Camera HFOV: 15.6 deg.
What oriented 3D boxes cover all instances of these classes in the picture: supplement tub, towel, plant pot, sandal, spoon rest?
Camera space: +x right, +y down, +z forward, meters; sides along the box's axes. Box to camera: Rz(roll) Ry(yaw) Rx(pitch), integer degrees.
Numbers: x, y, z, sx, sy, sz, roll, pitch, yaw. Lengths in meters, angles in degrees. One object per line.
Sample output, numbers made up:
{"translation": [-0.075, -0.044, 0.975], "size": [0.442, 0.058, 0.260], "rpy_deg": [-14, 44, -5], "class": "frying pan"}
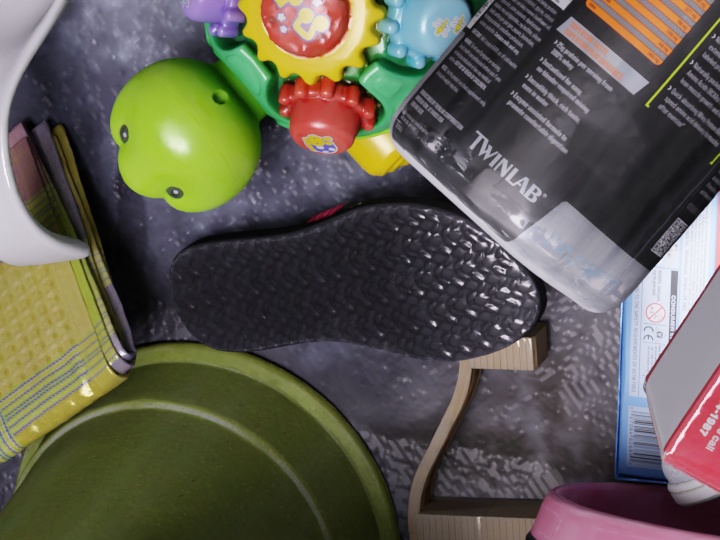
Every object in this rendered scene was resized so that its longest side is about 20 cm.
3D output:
{"translation": [0.116, -0.092, 1.050], "size": [0.122, 0.123, 0.200], "rpy_deg": [41, 95, 4], "class": "supplement tub"}
{"translation": [-0.194, 0.036, 1.233], "size": [0.200, 0.023, 0.144], "rpy_deg": [-36, 62, 22], "class": "towel"}
{"translation": [-0.104, 0.153, 1.175], "size": [0.200, 0.190, 0.200], "rpy_deg": [5, 106, 17], "class": "plant pot"}
{"translation": [0.000, 0.000, 1.173], "size": [0.200, 0.045, 0.075], "rpy_deg": [-2, 110, 39], "class": "sandal"}
{"translation": [-0.158, -0.103, 1.171], "size": [0.099, 0.061, 0.200], "rpy_deg": [-8, 86, 24], "class": "spoon rest"}

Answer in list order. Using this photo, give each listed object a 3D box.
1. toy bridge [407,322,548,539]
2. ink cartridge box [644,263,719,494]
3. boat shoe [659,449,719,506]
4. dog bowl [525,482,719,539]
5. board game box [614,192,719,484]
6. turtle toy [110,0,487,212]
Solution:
{"translation": [0.056, 0.115, 1.198], "size": [0.067, 0.027, 0.200], "rpy_deg": [0, 105, 20], "class": "toy bridge"}
{"translation": [0.230, 0.046, 0.983], "size": [0.200, 0.084, 0.144], "rpy_deg": [29, 107, -8], "class": "ink cartridge box"}
{"translation": [0.196, 0.020, 1.062], "size": [0.202, 0.074, 0.065], "rpy_deg": [-42, 82, 20], "class": "boat shoe"}
{"translation": [0.154, 0.137, 1.087], "size": [0.200, 0.200, 0.074], "rpy_deg": [8, 92, 17], "class": "dog bowl"}
{"translation": [0.211, 0.024, 1.114], "size": [0.200, 0.037, 0.152], "rpy_deg": [6, 106, 19], "class": "board game box"}
{"translation": [-0.025, -0.103, 1.123], "size": [0.200, 0.101, 0.146], "rpy_deg": [-42, 89, 24], "class": "turtle toy"}
